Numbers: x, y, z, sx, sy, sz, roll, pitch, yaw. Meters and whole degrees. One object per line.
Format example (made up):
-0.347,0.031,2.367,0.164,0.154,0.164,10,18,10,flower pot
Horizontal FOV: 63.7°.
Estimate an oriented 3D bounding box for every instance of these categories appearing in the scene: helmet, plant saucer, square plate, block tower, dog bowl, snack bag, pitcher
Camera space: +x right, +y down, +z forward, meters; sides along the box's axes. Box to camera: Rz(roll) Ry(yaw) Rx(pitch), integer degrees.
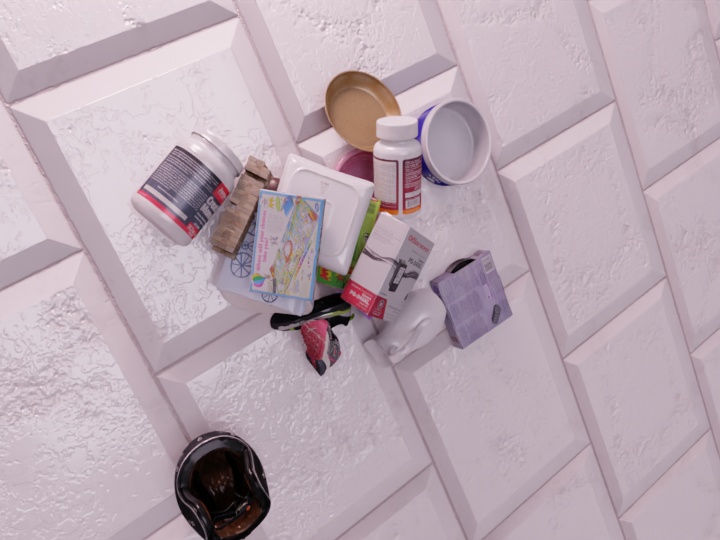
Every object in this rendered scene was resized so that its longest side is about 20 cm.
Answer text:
-0.285,0.432,1.177,0.197,0.191,0.203,-27,143,-23,helmet
0.014,-0.184,1.355,0.195,0.051,0.207,-2,93,-26,plant saucer
-0.089,-0.118,1.195,0.195,0.028,0.203,19,86,0,square plate
-0.240,-0.126,1.176,0.053,0.058,0.205,23,86,0,block tower
0.003,-0.357,1.321,0.195,0.035,0.206,9,70,-24,plant saucer
0.224,-0.313,1.430,0.195,0.078,0.207,-2,94,-25,dog bowl
-0.182,-0.026,1.209,0.195,0.021,0.194,18,84,-1,snack bag
0.119,0.139,1.357,0.199,0.171,0.122,-41,103,-16,pitcher

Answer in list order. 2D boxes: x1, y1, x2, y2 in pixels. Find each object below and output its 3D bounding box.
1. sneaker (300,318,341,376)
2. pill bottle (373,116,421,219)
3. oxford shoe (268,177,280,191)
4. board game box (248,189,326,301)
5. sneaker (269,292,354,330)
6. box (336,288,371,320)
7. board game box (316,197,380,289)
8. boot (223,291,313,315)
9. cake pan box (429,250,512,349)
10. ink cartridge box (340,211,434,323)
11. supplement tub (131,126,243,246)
-0.082,0.155,1.273,0.074,0.202,0.081,-35,68,-20,sneaker
0.081,-0.225,1.267,0.107,0.109,0.206,-13,118,-23,pill bottle
-0.198,-0.100,1.260,0.070,0.071,0.207,7,86,-5,oxford shoe
-0.146,-0.051,1.158,0.130,0.034,0.206,9,98,2,board game box
-0.104,0.118,1.306,0.194,0.072,0.085,-13,121,-13,sneaker
0.000,0.000,1.338,0.137,0.039,0.200,-43,111,10,box
-0.029,-0.065,1.259,0.099,0.048,0.206,15,102,0,board game box
-0.195,0.039,1.268,0.194,0.074,0.092,10,46,-6,boot
0.287,0.071,1.499,0.182,0.052,0.204,-31,106,-22,cake pan box
0.061,-0.003,1.242,0.144,0.082,0.204,22,95,-59,ink cartridge box
-0.337,-0.165,1.141,0.140,0.140,0.202,41,77,-21,supplement tub
